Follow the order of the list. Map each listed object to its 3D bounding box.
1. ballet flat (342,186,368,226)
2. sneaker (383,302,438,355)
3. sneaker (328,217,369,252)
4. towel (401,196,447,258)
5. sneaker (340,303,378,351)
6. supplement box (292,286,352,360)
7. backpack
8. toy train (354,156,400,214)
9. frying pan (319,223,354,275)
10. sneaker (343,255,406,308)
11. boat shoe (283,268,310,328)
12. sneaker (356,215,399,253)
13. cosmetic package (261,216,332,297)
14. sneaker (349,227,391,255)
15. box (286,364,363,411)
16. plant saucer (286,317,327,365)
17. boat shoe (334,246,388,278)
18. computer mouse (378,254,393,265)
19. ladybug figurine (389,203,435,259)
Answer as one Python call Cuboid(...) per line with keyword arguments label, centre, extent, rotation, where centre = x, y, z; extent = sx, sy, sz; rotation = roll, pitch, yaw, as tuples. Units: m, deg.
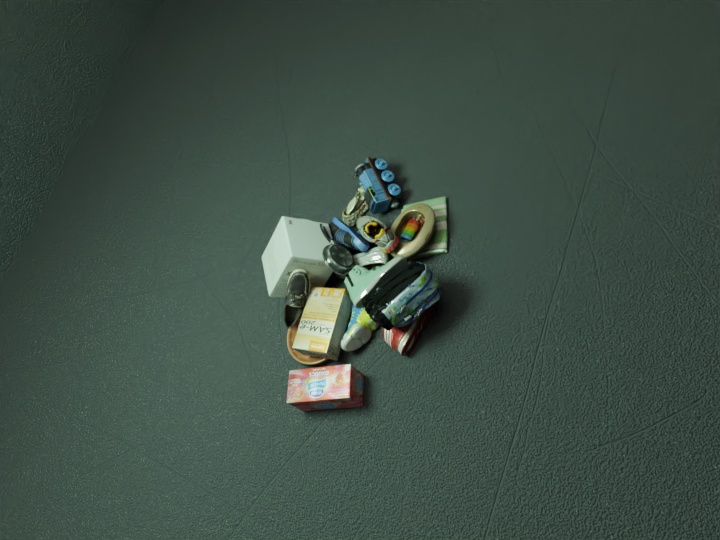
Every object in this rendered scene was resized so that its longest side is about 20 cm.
Cuboid(label="ballet flat", centre=(0.004, -0.240, 1.747), extent=(0.075, 0.064, 0.201), rotation=(22, 74, 33))
Cuboid(label="sneaker", centre=(0.131, 0.130, 1.467), extent=(0.115, 0.078, 0.201), rotation=(27, 76, 34))
Cuboid(label="sneaker", centre=(-0.045, -0.094, 1.622), extent=(0.078, 0.070, 0.200), rotation=(-57, 41, 9))
Cuboid(label="towel", centre=(0.200, -0.132, 1.614), extent=(0.150, 0.023, 0.203), rotation=(-10, 58, 21))
Cuboid(label="sneaker", centre=(-0.001, 0.149, 1.532), extent=(0.200, 0.076, 0.105), rotation=(-43, 42, -16))
Cuboid(label="supplement box", centre=(-0.109, 0.155, 1.531), extent=(0.124, 0.074, 0.202), rotation=(3, 65, 28))
Cuboid(label="backpack", centre=(0.119, 0.067, 1.394), extent=(0.201, 0.153, 0.163), rotation=(-53, 13, 2))
Cuboid(label="toy train", centre=(0.054, -0.285, 1.699), extent=(0.113, 0.087, 0.202), rotation=(-16, 67, -20))
Cuboid(label="frying pan", centre=(-0.065, -0.065, 1.562), extent=(0.031, 0.114, 0.192), rotation=(-47, 36, 39))
Cuboid(label="sneaker", centre=(0.034, 0.002, 1.481), extent=(0.200, 0.074, 0.119), rotation=(-41, 54, 11))
Cuboid(label="boat shoe", centre=(-0.194, 0.089, 1.551), extent=(0.071, 0.202, 0.065), rotation=(12, 33, -13))
Cuboid(label="sneaker", centre=(0.042, -0.127, 1.549), extent=(0.078, 0.082, 0.200), rotation=(-49, 35, -1))
Cuboid(label="cosmetic package", centre=(-0.194, -0.035, 1.617), extent=(0.201, 0.165, 0.168), rotation=(-55, 41, 40))
Cuboid(label="sneaker", centre=(0.035, -0.116, 1.655), extent=(0.197, 0.073, 0.083), rotation=(-12, 59, 20))
Cuboid(label="box", centre=(-0.098, 0.334, 1.455), extent=(0.197, 0.103, 0.096), rotation=(-10, 59, 20))
Cuboid(label="plant saucer", centre=(-0.134, 0.197, 1.589), extent=(0.197, 0.037, 0.203), rotation=(-12, 59, 20))
Cuboid(label="boat shoe", centre=(0.003, 0.002, 1.594), extent=(0.200, 0.074, 0.087), rotation=(-20, 52, 27))
Cuboid(label="computer mouse", centre=(0.063, 0.001, 1.606), extent=(0.058, 0.034, 0.202), rotation=(22, 81, 52))
Cuboid(label="ladybug figurine", centre=(0.157, -0.109, 1.561), extent=(0.135, 0.072, 0.201), rotation=(24, 74, 35))
